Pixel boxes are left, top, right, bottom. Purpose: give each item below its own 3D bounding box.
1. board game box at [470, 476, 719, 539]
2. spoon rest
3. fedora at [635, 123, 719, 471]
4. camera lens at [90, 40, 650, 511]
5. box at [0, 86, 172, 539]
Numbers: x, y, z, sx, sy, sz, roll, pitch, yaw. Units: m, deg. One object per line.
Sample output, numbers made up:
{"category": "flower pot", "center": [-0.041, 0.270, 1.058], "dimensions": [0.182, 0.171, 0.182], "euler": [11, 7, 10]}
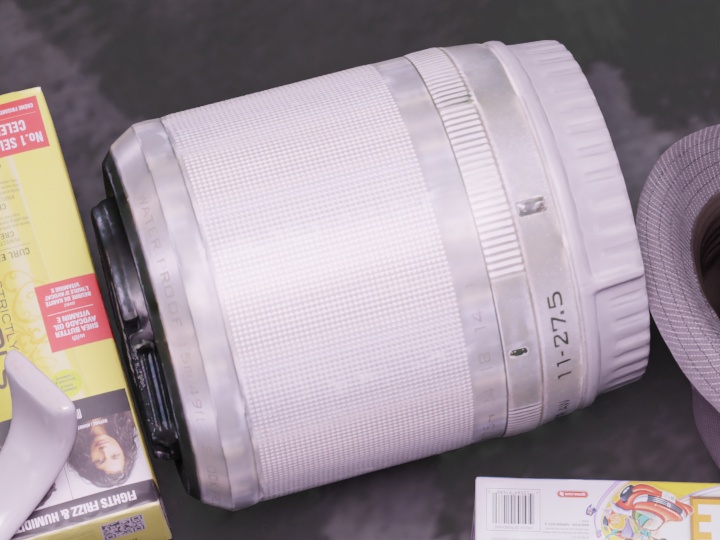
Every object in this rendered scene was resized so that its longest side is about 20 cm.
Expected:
{"category": "board game box", "center": [0.141, 0.122, 1.117], "dimensions": [0.199, 0.135, 0.034], "euler": [1, 65, 1]}
{"category": "spoon rest", "center": [-0.191, 0.117, 1.106], "dimensions": [0.200, 0.061, 0.099], "euler": [-39, 58, -17]}
{"category": "fedora", "center": [0.192, 0.036, 1.168], "dimensions": [0.176, 0.090, 0.200], "euler": [-8, 46, -23]}
{"category": "camera lens", "center": [0.000, 0.000, 1.161], "dimensions": [0.199, 0.160, 0.160], "euler": [-15, 66, -7]}
{"category": "box", "center": [-0.140, 0.026, 1.209], "dimensions": [0.075, 0.050, 0.201], "euler": [-15, 65, -6]}
